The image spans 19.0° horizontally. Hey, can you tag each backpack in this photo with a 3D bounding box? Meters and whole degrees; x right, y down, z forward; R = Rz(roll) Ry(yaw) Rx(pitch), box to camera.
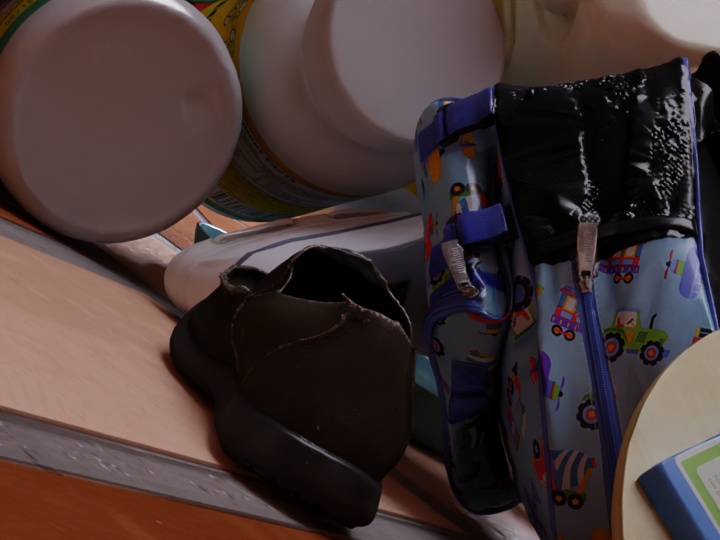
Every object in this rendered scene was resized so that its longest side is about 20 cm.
[{"bbox_3d":[0.095,0.043,0.835,0.134,0.201,0.183,-6,-33,4],"label":"backpack"}]

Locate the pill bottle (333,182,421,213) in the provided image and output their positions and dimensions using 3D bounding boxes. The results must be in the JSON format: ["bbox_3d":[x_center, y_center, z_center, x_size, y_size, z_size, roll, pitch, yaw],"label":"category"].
[{"bbox_3d":[0.049,-0.066,1.139,0.104,0.200,0.104,32,-1,1],"label":"pill bottle"}]

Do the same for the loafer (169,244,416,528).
[{"bbox_3d":[-0.012,0.028,0.729,0.073,0.071,0.200,32,3,-16],"label":"loafer"}]

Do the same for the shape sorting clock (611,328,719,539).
[{"bbox_3d":[0.162,0.104,0.665,0.200,0.200,0.039,33,-39,-5],"label":"shape sorting clock"}]

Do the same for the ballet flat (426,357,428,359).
[{"bbox_3d":[0.044,0.042,1.206,0.200,0.076,0.064,38,-21,6],"label":"ballet flat"}]

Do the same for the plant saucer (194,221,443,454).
[{"bbox_3d":[-0.004,0.041,1.068,0.200,0.027,0.200,33,4,-2],"label":"plant saucer"}]

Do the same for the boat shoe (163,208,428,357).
[{"bbox_3d":[0.000,0.000,0.949,0.065,0.074,0.200,26,16,38],"label":"boat shoe"}]

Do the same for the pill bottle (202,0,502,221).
[{"bbox_3d":[-0.016,-0.087,0.994,0.113,0.113,0.200,32,-16,-18],"label":"pill bottle"}]

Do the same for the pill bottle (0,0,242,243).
[{"bbox_3d":[-0.138,-0.094,0.973,0.113,0.113,0.200,32,3,-31],"label":"pill bottle"}]

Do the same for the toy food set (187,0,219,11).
[{"bbox_3d":[-0.118,-0.132,1.142,0.198,0.199,0.049,49,31,-55],"label":"toy food set"}]

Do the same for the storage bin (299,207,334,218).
[{"bbox_3d":[0.072,0.032,1.379,0.200,0.094,0.198,31,3,-43],"label":"storage bin"}]

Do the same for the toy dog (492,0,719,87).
[{"bbox_3d":[0.122,-0.099,1.002,0.200,0.139,0.195,126,-49,-60],"label":"toy dog"}]
